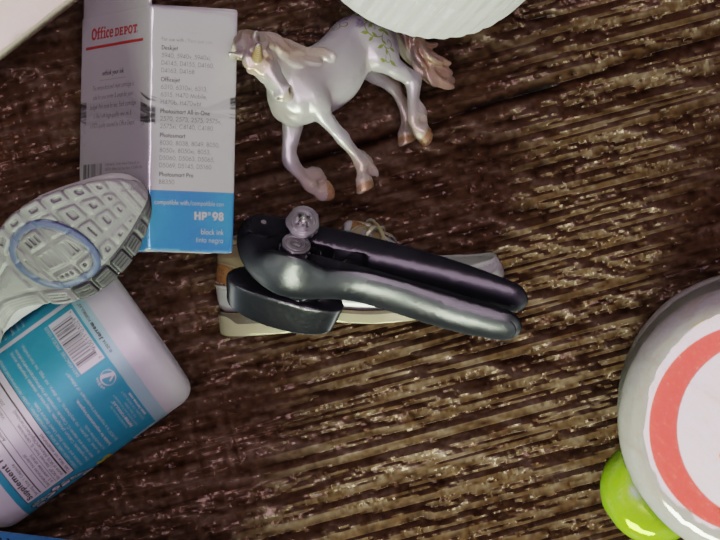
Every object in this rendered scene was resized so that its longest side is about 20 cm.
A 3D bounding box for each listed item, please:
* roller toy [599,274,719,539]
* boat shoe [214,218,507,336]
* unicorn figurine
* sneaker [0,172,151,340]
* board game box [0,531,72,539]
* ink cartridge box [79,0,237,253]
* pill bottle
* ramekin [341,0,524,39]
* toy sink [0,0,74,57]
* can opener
[{"bbox_3d":[0.266,0.095,1.746,0.199,0.140,0.184,6,95,5],"label":"roller toy"},{"bbox_3d":[0.000,0.000,1.759,0.199,0.075,0.069,-7,96,-4],"label":"boat shoe"},{"bbox_3d":[-0.020,-0.121,1.726,0.074,0.200,0.138,-15,110,35],"label":"unicorn figurine"},{"bbox_3d":[-0.217,-0.006,1.674,0.199,0.087,0.075,-32,106,16],"label":"sneaker"},{"bbox_3d":[-0.183,0.262,1.659,0.199,0.056,0.197,2,125,34],"label":"board game box"},{"bbox_3d":[-0.134,-0.112,1.721,0.066,0.116,0.201,1,90,-29],"label":"ink cartridge box"},{"bbox_3d":[-0.220,0.094,1.723,0.200,0.111,0.111,-35,92,-3],"label":"pill bottle"},{"bbox_3d":[0.048,-0.248,1.716,0.199,0.105,0.201,10,61,-18],"label":"ramekin"},{"bbox_3d":[-0.294,-0.223,1.719,0.130,0.112,0.200,-38,98,-4],"label":"toy sink"},{"bbox_3d":[0.012,0.004,1.705,0.199,0.079,0.064,8,52,0],"label":"can opener"}]
